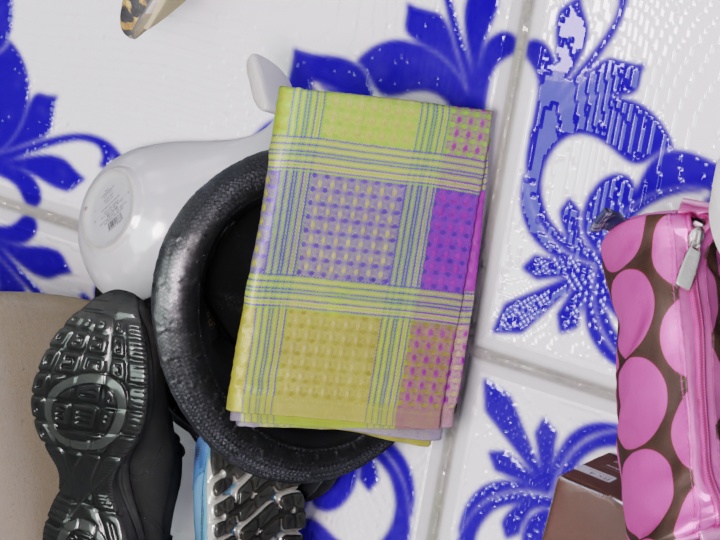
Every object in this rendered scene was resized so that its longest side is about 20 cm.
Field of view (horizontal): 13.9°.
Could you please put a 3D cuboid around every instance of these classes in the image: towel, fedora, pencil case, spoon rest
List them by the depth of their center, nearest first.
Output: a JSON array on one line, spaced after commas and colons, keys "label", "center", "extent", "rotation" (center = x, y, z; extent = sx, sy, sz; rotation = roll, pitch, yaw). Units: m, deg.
[{"label": "pencil case", "center": [0.174, 0.065, 1.589], "extent": [0.094, 0.091, 0.200], "rotation": [138, 131, -62]}, {"label": "towel", "center": [0.000, 0.000, 1.687], "extent": [0.023, 0.143, 0.200], "rotation": [20, 103, 64]}, {"label": "fedora", "center": [-0.047, 0.021, 1.734], "extent": [0.092, 0.200, 0.201], "rotation": [-157, 66, -63]}, {"label": "spoon rest", "center": [-0.101, -0.054, 1.783], "extent": [0.200, 0.061, 0.099], "rotation": [-38, 53, 36]}]

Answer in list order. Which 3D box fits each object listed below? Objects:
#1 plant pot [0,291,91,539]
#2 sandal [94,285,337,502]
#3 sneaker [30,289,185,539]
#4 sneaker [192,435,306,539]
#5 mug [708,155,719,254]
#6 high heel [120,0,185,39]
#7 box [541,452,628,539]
[{"label": "plant pot", "center": [-0.248, 0.103, 1.814], "extent": [0.200, 0.177, 0.200], "rotation": [-3, 96, 41]}, {"label": "sandal", "center": [-0.096, 0.072, 1.811], "extent": [0.200, 0.043, 0.076], "rotation": [43, 116, 16]}, {"label": "sneaker", "center": [-0.141, 0.099, 1.734], "extent": [0.076, 0.091, 0.200], "rotation": [17, 116, 22]}, {"label": "sneaker", "center": [-0.089, 0.180, 1.793], "extent": [0.090, 0.078, 0.200], "rotation": [21, 123, 37]}, {"label": "mug", "center": [0.258, -0.036, 1.524], "extent": [0.149, 0.187, 0.153], "rotation": [44, 129, -13]}, {"label": "high heel", "center": [-0.128, -0.250, 1.753], "extent": [0.142, 0.071, 0.200], "rotation": [32, 97, 15]}, {"label": "box", "center": [0.144, 0.216, 1.684], "extent": [0.100, 0.075, 0.200], "rotation": [23, 111, 25]}]
